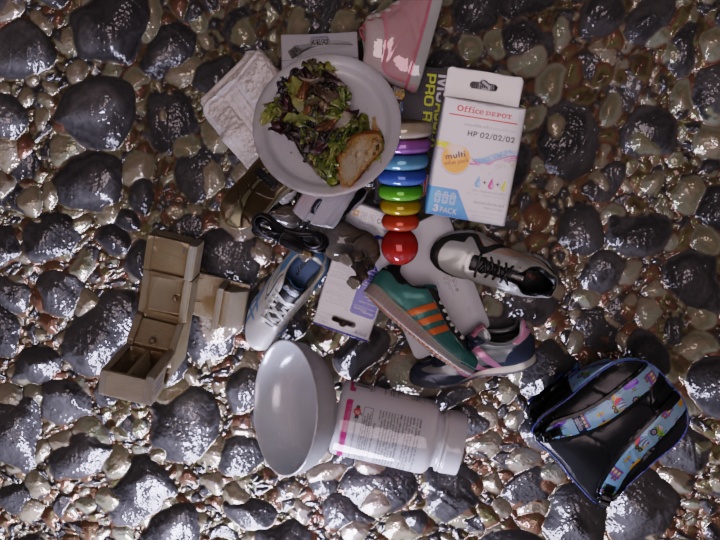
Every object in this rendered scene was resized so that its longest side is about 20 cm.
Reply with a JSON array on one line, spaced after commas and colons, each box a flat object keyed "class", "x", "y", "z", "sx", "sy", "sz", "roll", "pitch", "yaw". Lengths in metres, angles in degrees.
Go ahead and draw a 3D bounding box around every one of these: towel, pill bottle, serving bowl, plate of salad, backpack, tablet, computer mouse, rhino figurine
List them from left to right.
[{"class": "towel", "x": -0.134, "y": -0.214, "z": 1.122, "sx": 0.132, "sy": 0.035, "sz": 0.200, "roll": -41, "pitch": 96, "yaw": 12}, {"class": "serving bowl", "x": -0.091, "y": 0.206, "z": 1.148, "sx": 0.065, "sy": 0.200, "sz": 0.203, "roll": 5, "pitch": 106, "yaw": -35}, {"class": "computer mouse", "x": -0.057, "y": -0.094, "z": 1.066, "sx": 0.109, "sy": 0.200, "sz": 0.044, "roll": 21, "pitch": 133, "yaw": 19}, {"class": "rhino figurine", "x": -0.058, "y": -0.054, "z": 1.100, "sx": 0.199, "sy": 0.087, "sz": 0.060, "roll": 31, "pitch": 132, "yaw": 16}, {"class": "plate of salad", "x": -0.045, "y": -0.196, "z": 0.989, "sx": 0.197, "sy": 0.048, "sz": 0.203, "roll": -1, "pitch": 77, "yaw": 3}, {"class": "pill bottle", "x": 0.058, "y": 0.245, "z": 1.164, "sx": 0.197, "sy": 0.113, "sz": 0.115, "roll": 12, "pitch": 103, "yaw": 2}, {"class": "tablet", "x": 0.106, "y": 0.024, "z": 1.145, "sx": 0.129, "sy": 0.014, "sz": 0.202, "roll": -24, "pitch": 106, "yaw": 0}, {"class": "backpack", "x": 0.367, "y": 0.215, "z": 1.123, "sx": 0.200, "sy": 0.135, "sz": 0.183, "roll": -43, "pitch": 96, "yaw": 12}]

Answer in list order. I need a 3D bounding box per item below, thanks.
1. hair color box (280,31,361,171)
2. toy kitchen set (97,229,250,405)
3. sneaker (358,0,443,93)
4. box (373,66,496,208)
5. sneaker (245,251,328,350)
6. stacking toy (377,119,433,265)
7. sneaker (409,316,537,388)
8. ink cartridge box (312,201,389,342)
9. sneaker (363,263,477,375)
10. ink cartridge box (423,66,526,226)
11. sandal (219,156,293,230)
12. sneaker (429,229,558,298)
[{"class": "hair color box", "x": -0.052, "y": -0.225, "z": 1.055, "sx": 0.109, "sy": 0.064, "sz": 0.203, "roll": -3, "pitch": 78, "yaw": -1}, {"class": "toy kitchen set", "x": -0.264, "y": 0.072, "z": 1.116, "sx": 0.161, "sy": 0.181, "sz": 0.203, "roll": 13, "pitch": 107, "yaw": 0}, {"class": "sneaker", "x": 0.057, "y": -0.353, "z": 1.038, "sx": 0.103, "sy": 0.075, "sz": 0.203, "roll": 16, "pitch": 84, "yaw": 2}, {"class": "box", "x": 0.106, "y": -0.192, "z": 1.103, "sx": 0.158, "sy": 0.044, "sz": 0.203, "roll": 7, "pitch": 102, "yaw": 3}, {"class": "sneaker", "x": -0.118, "y": 0.040, "z": 1.156, "sx": 0.071, "sy": 0.073, "sz": 0.201, "roll": 33, "pitch": 104, "yaw": -5}, {"class": "stacking toy", "x": 0.059, "y": -0.107, "z": 1.063, "sx": 0.084, "sy": 0.085, "sz": 0.203, "roll": 0, "pitch": 105, "yaw": 4}, {"class": "sneaker", "x": 0.166, "y": 0.121, "z": 1.151, "sx": 0.197, "sy": 0.070, "sz": 0.083, "roll": -13, "pitch": 111, "yaw": -1}, {"class": "ink cartridge box", "x": 0.000, "y": 0.000, "z": 1.157, "sx": 0.093, "sy": 0.037, "sz": 0.203, "roll": 19, "pitch": 100, "yaw": -1}, {"class": "sneaker", "x": 0.102, "y": 0.066, "z": 1.098, "sx": 0.199, "sy": 0.071, "sz": 0.080, "roll": 41, "pitch": 83, "yaw": 1}, {"class": "ink cartridge box", "x": 0.159, "y": -0.173, "z": 1.046, "sx": 0.113, "sy": 0.068, "sz": 0.203, "roll": 9, "pitch": 102, "yaw": 2}, {"class": "sandal", "x": -0.120, "y": -0.134, "z": 1.091, "sx": 0.200, "sy": 0.054, "sz": 0.080, "roll": -44, "pitch": 85, "yaw": -7}, {"class": "sneaker", "x": 0.199, "y": -0.008, "z": 1.103, "sx": 0.197, "sy": 0.080, "sz": 0.075, "roll": 12, "pitch": 103, "yaw": -9}]
